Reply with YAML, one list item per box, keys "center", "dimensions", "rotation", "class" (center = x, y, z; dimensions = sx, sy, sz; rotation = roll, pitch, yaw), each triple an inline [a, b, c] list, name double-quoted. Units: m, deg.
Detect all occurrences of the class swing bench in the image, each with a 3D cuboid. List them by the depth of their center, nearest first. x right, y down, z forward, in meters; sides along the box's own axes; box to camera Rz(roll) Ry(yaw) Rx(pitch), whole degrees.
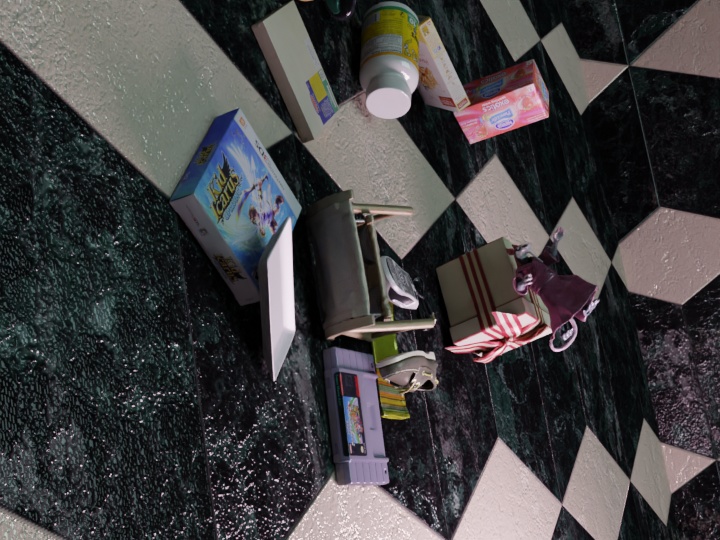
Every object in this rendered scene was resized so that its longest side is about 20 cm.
- center: [0.000, 0.000, 1.590]
  dimensions: [0.199, 0.128, 0.203]
  rotation: [8, 71, -56]
  class: "swing bench"

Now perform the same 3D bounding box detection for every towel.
- center: [0.044, 0.146, 1.719]
  dimensions: [0.086, 0.018, 0.204]
  rotation: [19, 60, -61]
  class: "towel"

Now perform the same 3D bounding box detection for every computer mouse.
- center: [0.068, 0.033, 1.776]
  dimensions: [0.200, 0.043, 0.111]
  rotation: [37, 31, -56]
  class: "computer mouse"

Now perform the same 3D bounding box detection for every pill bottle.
- center: [0.054, -0.386, 1.904]
  dimensions: [0.113, 0.111, 0.203]
  rotation: [44, 40, -46]
  class: "pill bottle"

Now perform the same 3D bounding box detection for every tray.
- center: [-0.113, 0.038, 1.376]
  dimensions: [0.108, 0.022, 0.203]
  rotation: [-68, 163, -52]
  class: "tray"

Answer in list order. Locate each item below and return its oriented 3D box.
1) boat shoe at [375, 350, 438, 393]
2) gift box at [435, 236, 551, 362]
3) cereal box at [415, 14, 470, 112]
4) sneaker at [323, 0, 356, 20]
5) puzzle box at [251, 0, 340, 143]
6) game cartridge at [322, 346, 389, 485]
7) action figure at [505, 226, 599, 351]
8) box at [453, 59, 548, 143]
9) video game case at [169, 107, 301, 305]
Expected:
- center: [0.081, 0.167, 1.678]
  dimensions: [0.201, 0.071, 0.062]
  rotation: [13, 63, -68]
  class: "boat shoe"
- center: [0.253, 0.067, 2.005]
  dimensions: [0.199, 0.183, 0.190]
  rotation: [19, 50, -52]
  class: "gift box"
- center: [0.135, -0.418, 2.072]
  dimensions: [0.202, 0.039, 0.143]
  rotation: [60, -14, -27]
  class: "cereal box"
- center: [-0.035, -0.543, 1.856]
  dimensions: [0.087, 0.073, 0.204]
  rotation: [5, 71, -67]
  class: "sneaker"
- center: [-0.101, -0.321, 1.660]
  dimensions: [0.203, 0.025, 0.133]
  rotation: [66, 27, -18]
  class: "puzzle box"
- center: [-0.006, 0.223, 1.565]
  dimensions: [0.129, 0.038, 0.204]
  rotation: [23, 56, -63]
  class: "game cartridge"
- center: [0.346, 0.022, 1.901]
  dimensions: [0.200, 0.133, 0.150]
  rotation: [46, -20, 27]
  class: "action figure"
- center: [0.318, -0.379, 2.326]
  dimensions: [0.103, 0.197, 0.096]
  rotation: [54, 31, -37]
  class: "box"
- center: [-0.162, -0.089, 1.398]
  dimensions: [0.183, 0.045, 0.202]
  rotation: [57, 32, -31]
  class: "video game case"
